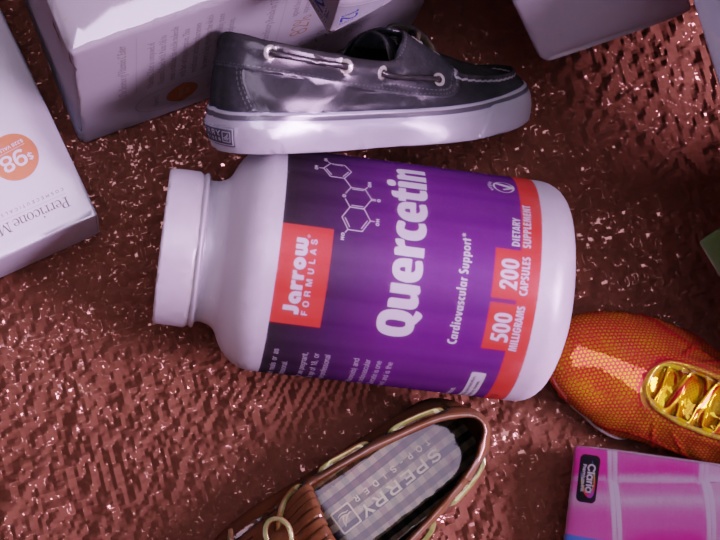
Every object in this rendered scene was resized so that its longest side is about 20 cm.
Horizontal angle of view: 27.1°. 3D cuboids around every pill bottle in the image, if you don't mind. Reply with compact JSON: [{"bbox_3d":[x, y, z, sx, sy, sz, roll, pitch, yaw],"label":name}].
[{"bbox_3d":[0.000,0.000,0.745,0.199,0.112,0.113,7,78,-7],"label":"pill bottle"}]

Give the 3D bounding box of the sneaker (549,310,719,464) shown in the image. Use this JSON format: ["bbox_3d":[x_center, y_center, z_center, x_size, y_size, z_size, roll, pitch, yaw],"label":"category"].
[{"bbox_3d":[0.190,0.071,0.778,0.199,0.077,0.073,23,78,-2],"label":"sneaker"}]

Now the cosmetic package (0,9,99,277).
[{"bbox_3d":[-0.253,-0.049,0.751,0.199,0.052,0.151,-26,87,-12],"label":"cosmetic package"}]

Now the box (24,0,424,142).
[{"bbox_3d":[-0.068,-0.163,0.746,0.199,0.152,0.107,-21,83,-12],"label":"box"}]

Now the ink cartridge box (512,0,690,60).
[{"bbox_3d":[0.092,-0.233,0.748,0.084,0.146,0.201,-17,56,16],"label":"ink cartridge box"}]

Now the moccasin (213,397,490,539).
[{"bbox_3d":[-0.016,0.137,0.734,0.201,0.078,0.074,-32,85,-13],"label":"moccasin"}]

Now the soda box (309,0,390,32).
[{"bbox_3d":[-0.035,-0.210,0.647,0.063,0.068,0.201,-30,83,-13],"label":"soda box"}]

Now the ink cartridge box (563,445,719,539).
[{"bbox_3d":[0.196,0.145,0.728,0.199,0.037,0.095,5,84,27],"label":"ink cartridge box"}]

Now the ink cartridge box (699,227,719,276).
[{"bbox_3d":[0.277,-0.012,0.797,0.200,0.059,0.104,-25,83,-42],"label":"ink cartridge box"}]

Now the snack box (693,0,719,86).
[{"bbox_3d":[0.207,-0.118,0.698,0.142,0.053,0.201,9,62,-52],"label":"snack box"}]

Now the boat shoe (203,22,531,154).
[{"bbox_3d":[0.012,-0.095,0.751,0.199,0.068,0.057,-10,109,-38],"label":"boat shoe"}]
